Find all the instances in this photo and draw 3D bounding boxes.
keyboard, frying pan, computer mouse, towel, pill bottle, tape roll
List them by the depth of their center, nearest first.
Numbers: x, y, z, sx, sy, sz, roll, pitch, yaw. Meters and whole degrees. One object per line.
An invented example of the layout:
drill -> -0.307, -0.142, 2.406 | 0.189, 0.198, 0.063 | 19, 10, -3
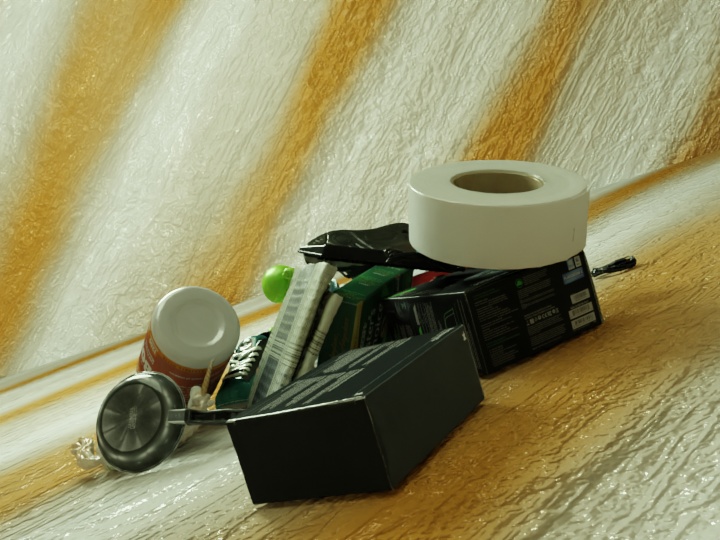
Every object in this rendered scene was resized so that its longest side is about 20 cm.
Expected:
frying pan -> -0.217, 0.177, 0.925 | 0.188, 0.116, 0.031 | 16, -16, 24
tape roll -> 0.153, -0.068, 0.944 | 0.200, 0.072, 0.203 | -1, 20, 0
towel -> -0.077, 0.085, 0.965 | 0.034, 0.202, 0.192 | 20, -5, -13
keyboard -> 0.039, -0.012, 0.972 | 0.198, 0.021, 0.127 | 5, -3, -30
pill bottle -> -0.233, 0.118, 1.098 | 0.111, 0.113, 0.200 | -20, -23, -34
computer mouse -> 0.318, 0.006, 1.215 | 0.198, 0.034, 0.058 | -19, 4, -24

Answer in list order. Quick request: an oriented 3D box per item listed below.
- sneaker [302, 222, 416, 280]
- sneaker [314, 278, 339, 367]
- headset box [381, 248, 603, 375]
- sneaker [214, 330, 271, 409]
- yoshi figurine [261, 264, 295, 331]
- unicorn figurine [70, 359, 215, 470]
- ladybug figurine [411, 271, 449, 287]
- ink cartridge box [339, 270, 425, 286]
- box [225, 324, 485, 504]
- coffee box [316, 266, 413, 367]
sneaker -> 0.000, 0.000, 1.167 | 0.198, 0.115, 0.076 | -10, 36, -43
sneaker -> -0.020, 0.057, 1.205 | 0.079, 0.132, 0.200 | -23, 3, 29
headset box -> 0.144, 0.048, 0.980 | 0.173, 0.094, 0.199 | -18, 4, -26
sneaker -> -0.153, 0.135, 1.133 | 0.071, 0.081, 0.200 | -16, 5, 13
yoshi figurine -> -0.109, 0.056, 1.303 | 0.111, 0.113, 0.201 | -26, 30, 6
unicorn figurine -> -0.246, 0.188, 1.003 | 0.199, 0.074, 0.137 | -35, 9, -14
ladybug figurine -> 0.138, 0.032, 1.180 | 0.198, 0.073, 0.136 | -12, 8, 12
ink cartridge box -> 0.052, 0.024, 1.444 | 0.161, 0.058, 0.200 | -11, 10, 16
box -> 0.004, 0.120, 0.727 | 0.140, 0.080, 0.199 | -18, 3, 32
coffee box -> 0.008, 0.066, 1.057 | 0.044, 0.124, 0.200 | 16, 19, 19
